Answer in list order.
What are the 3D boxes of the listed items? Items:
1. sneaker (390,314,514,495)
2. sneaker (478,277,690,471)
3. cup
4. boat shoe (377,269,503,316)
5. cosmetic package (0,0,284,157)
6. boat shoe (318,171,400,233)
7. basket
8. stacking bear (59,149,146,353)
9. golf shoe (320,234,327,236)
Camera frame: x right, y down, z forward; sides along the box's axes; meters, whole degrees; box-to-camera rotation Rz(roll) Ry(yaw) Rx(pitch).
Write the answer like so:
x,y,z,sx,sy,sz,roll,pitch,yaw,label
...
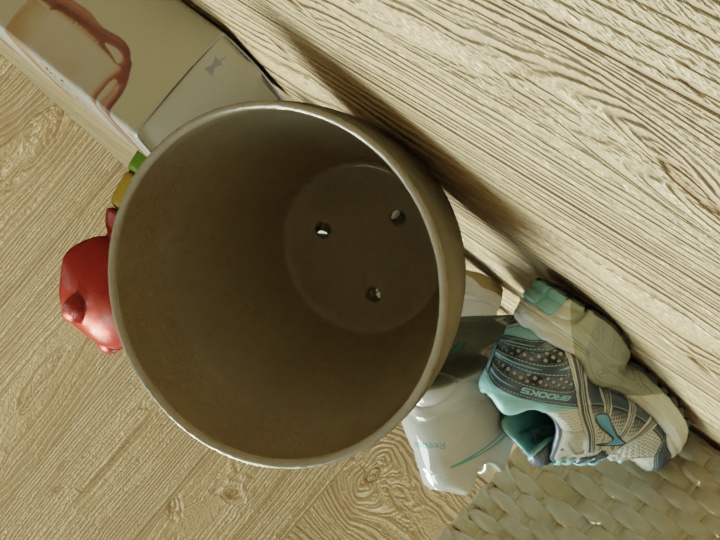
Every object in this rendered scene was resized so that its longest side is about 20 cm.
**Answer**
x,y,z,sx,sy,sz,roll,pitch,yaw,label
0.069,0.075,1.636,0.070,0.081,0.200,-1,-166,24,sneaker
0.123,0.078,1.594,0.078,0.086,0.200,37,175,38,sneaker
-0.021,-0.004,1.526,0.200,0.200,0.143,39,-158,11,cup
-0.007,0.035,1.786,0.199,0.070,0.071,1,166,25,boat shoe
-0.156,-0.144,1.740,0.200,0.087,0.103,37,174,35,cosmetic package
-0.035,-0.060,1.690,0.064,0.071,0.200,36,170,-27,boat shoe
0.176,0.205,1.719,0.200,0.198,0.161,38,173,42,basket
-0.125,-0.035,1.834,0.114,0.200,0.121,38,175,27,stacking bear
0.017,-0.006,1.925,0.200,0.078,0.097,45,-166,5,golf shoe
